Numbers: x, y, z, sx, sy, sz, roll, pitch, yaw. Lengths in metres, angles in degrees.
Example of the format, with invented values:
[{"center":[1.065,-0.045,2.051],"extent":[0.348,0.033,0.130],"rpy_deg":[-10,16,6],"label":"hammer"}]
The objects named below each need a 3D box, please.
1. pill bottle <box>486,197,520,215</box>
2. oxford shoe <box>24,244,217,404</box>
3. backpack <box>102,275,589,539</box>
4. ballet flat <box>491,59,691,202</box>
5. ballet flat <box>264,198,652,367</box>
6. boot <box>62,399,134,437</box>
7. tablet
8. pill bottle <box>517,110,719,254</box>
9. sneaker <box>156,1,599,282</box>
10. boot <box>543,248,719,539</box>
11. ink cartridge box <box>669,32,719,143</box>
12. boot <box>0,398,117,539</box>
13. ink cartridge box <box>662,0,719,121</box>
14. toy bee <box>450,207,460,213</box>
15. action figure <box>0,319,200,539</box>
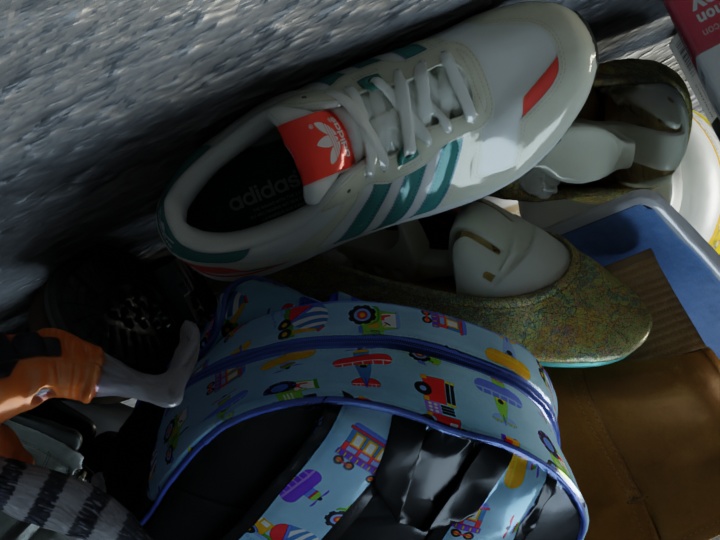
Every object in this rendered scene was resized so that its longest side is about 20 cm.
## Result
[{"center":[0.101,0.057,1.432],"extent":[0.116,0.200,0.116],"rpy_deg":[-26,172,-4],"label":"pill bottle"},{"center":[-0.123,0.036,1.092],"extent":[0.084,0.073,0.200],"rpy_deg":[-25,171,8],"label":"oxford shoe"},{"center":[-0.002,0.079,0.958],"extent":[0.183,0.135,0.200],"rpy_deg":[19,142,-14],"label":"backpack"},{"center":[0.111,-0.062,1.082],"extent":[0.200,0.071,0.071],"rpy_deg":[-6,159,-47],"label":"ballet flat"},{"center":[0.030,-0.008,1.017],"extent":[0.200,0.071,0.071],"rpy_deg":[14,-174,20],"label":"ballet flat"},{"center":[-0.154,0.089,1.200],"extent":[0.200,0.073,0.090],"rpy_deg":[1,-167,30],"label":"boot"},{"center":[0.094,0.031,1.122],"extent":[0.200,0.130,0.014],"rpy_deg":[-23,-143,35],"label":"tablet"},{"center":[0.151,-0.042,1.281],"extent":[0.113,0.113,0.200],"rpy_deg":[-28,171,15],"label":"pill bottle"},{"center":[0.006,-0.051,0.944],"extent":[0.200,0.070,0.093],"rpy_deg":[-24,177,6],"label":"sneaker"},{"center":[0.083,0.088,1.076],"extent":[0.201,0.144,0.071],"rpy_deg":[-23,176,29],"label":"boot"},{"center":[0.272,-0.121,1.217],"extent":[0.200,0.095,0.037],"rpy_deg":[-24,170,-12],"label":"ink cartridge box"},{"center":[-0.193,0.099,1.117],"extent":[0.068,0.200,0.131],"rpy_deg":[-76,-168,-59],"label":"boot"},{"center":[0.219,-0.060,1.074],"extent":[0.083,0.200,0.145],"rpy_deg":[-27,171,9],"label":"ink cartridge box"},{"center":[0.011,0.047,1.327],"extent":[0.109,0.200,0.131],"rpy_deg":[21,160,-30],"label":"toy bee"},{"center":[-0.158,0.042,0.858],"extent":[0.193,0.105,0.200],"rpy_deg":[10,149,-25],"label":"action figure"}]
